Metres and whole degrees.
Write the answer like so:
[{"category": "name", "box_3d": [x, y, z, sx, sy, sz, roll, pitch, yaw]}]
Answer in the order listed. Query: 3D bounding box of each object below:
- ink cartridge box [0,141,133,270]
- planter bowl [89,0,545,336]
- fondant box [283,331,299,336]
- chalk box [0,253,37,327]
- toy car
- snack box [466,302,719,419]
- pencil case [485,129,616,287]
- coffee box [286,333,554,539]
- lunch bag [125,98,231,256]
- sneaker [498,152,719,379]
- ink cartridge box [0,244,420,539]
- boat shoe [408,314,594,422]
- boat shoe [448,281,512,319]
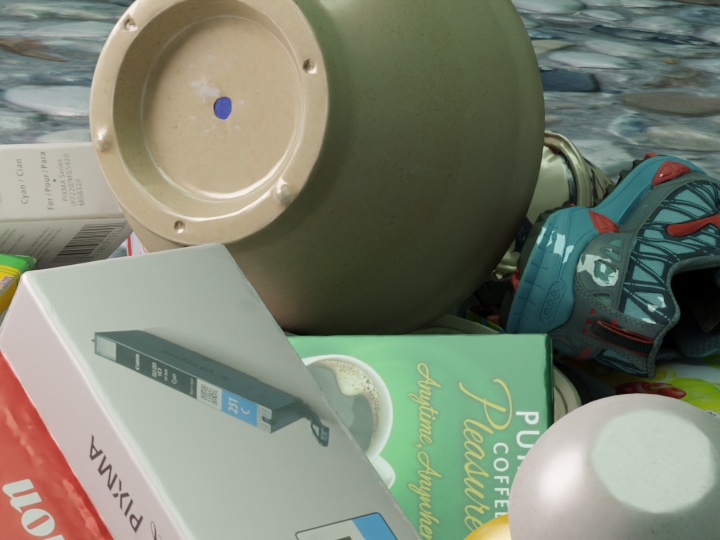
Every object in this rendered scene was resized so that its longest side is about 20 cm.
[{"category": "ink cartridge box", "box_3d": [-0.219, -0.006, 1.214, 0.176, 0.045, 0.200, -5, -17, -27]}, {"category": "planter bowl", "box_3d": [-0.036, -0.067, 1.089, 0.200, 0.200, 0.135, 11, 4, 27]}, {"category": "fondant box", "box_3d": [-0.111, 0.043, 1.136, 0.200, 0.058, 0.144, 11, -4, 24]}, {"category": "chalk box", "box_3d": [-0.243, 0.060, 1.014, 0.200, 0.125, 0.124, 3, 15, 4]}, {"category": "toy car", "box_3d": [0.125, 0.140, 0.781, 0.200, 0.175, 0.150, 3, 50, 1]}, {"category": "snack box", "box_3d": [0.169, 0.063, 1.180, 0.169, 0.068, 0.200, -6, 19, -26]}, {"category": "pencil case", "box_3d": [0.101, -0.015, 1.287, 0.078, 0.090, 0.200, 15, -6, 20]}, {"category": "coffee box", "box_3d": [-0.021, 0.085, 0.979, 0.200, 0.044, 0.123, -2, 54, 2]}, {"category": "lunch bag", "box_3d": [-0.074, -0.060, 1.398, 0.124, 0.170, 0.200, 4, 14, -2]}, {"category": "sneaker", "box_3d": [0.142, 0.009, 1.154, 0.095, 0.079, 0.200, 29, 28, 20]}, {"category": "ink cartridge box", "box_3d": [-0.079, 0.086, 0.876, 0.176, 0.045, 0.200, -11, 53, -38]}, {"category": "boat shoe", "box_3d": [0.047, 0.056, 1.165, 0.068, 0.072, 0.200, 3, 3, -37]}, {"category": "boat shoe", "box_3d": [0.067, -0.007, 1.411, 0.065, 0.075, 0.202, 5, 25, 23]}]
